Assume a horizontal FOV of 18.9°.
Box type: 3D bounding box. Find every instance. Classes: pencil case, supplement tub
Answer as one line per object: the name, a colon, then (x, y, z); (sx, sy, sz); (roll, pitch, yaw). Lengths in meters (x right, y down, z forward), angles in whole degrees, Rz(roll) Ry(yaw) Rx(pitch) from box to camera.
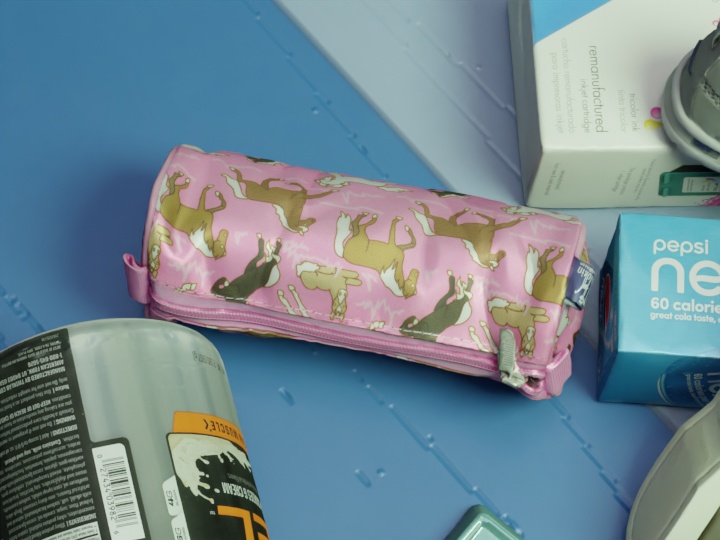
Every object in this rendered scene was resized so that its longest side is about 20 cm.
pencil case: (0.000, 0.000, 0.949); (0.199, 0.087, 0.083); (11, 97, 2)
supplement tub: (-0.092, 0.131, 0.862); (0.122, 0.123, 0.200); (-13, 67, -8)

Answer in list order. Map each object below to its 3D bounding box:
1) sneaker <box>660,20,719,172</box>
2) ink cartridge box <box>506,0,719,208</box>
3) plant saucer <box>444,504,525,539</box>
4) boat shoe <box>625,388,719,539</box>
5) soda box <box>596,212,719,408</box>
sneaker: (0.229, -0.057, 0.912); (0.199, 0.082, 0.075); (12, 69, 1)
ink cartridge box: (0.173, -0.094, 1.004); (0.199, 0.067, 0.117); (-1, 68, -4)
plant saucer: (0.014, 0.188, 0.902); (0.070, 0.019, 0.200); (38, 71, 13)
boat shoe: (0.185, 0.056, 0.887); (0.060, 0.202, 0.072); (26, 29, -12)
soda box: (0.208, 0.024, 0.957); (0.199, 0.064, 0.068); (4, 66, 0)
